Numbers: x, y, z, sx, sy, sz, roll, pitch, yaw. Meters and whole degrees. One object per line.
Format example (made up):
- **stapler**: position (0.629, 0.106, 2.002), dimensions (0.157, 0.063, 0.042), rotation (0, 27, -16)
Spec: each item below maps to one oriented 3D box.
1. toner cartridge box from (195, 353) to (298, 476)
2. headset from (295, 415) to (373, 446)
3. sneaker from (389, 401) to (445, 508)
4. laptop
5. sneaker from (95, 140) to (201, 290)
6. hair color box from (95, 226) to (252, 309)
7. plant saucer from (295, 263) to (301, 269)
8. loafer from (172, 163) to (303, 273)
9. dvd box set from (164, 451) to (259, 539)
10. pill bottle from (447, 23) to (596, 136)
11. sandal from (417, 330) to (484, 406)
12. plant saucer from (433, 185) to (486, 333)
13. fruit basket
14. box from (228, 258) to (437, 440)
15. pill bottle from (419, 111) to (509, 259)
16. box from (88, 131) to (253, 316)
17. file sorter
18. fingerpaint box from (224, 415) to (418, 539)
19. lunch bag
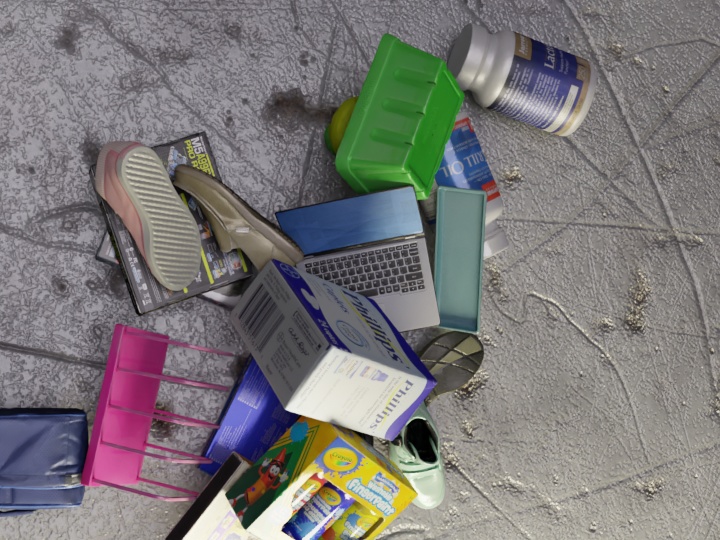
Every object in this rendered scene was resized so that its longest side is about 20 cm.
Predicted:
- **toner cartridge box**: position (-0.139, 0.198, 1.590), dimensions (0.094, 0.043, 0.202), rotation (28, 80, -11)
- **headset**: position (-0.037, 0.220, 1.611), dimensions (0.122, 0.094, 0.202), rotation (20, 98, -24)
- **sneaker**: position (0.079, 0.263, 1.589), dimensions (0.073, 0.118, 0.203), rotation (-18, 113, -4)
- **laptop**: position (0.000, 0.000, 1.553), dimensions (0.185, 0.116, 0.203), rotation (-10, 96, 5)
- **sneaker**: position (-0.268, -0.075, 1.452), dimensions (0.075, 0.104, 0.202), rotation (-34, 124, -25)
- **hair color box**: position (-0.245, -0.028, 1.562), dimensions (0.198, 0.061, 0.100), rotation (21, 81, -14)
- **plant saucer**: position (0.000, 0.017, 1.650), dimensions (0.197, 0.019, 0.071), rotation (2, 87, -16)
- **loafer**: position (-0.164, -0.059, 1.472), dimensions (0.199, 0.076, 0.069), rotation (38, 91, -5)
- **dvd box set**: position (-0.143, 0.336, 1.526), dimensions (0.147, 0.029, 0.200), rotation (-52, 134, -2)
- **pill bottle**: position (0.230, -0.278, 1.677), dimensions (0.198, 0.116, 0.117), rotation (17, 83, -14)
- **sandal**: position (0.087, 0.155, 1.652), dimensions (0.200, 0.057, 0.080), rotation (-40, 104, 1)
- **plant saucer**: position (0.137, -0.015, 1.593), dimensions (0.069, 0.019, 0.203), rotation (8, 108, 21)
- **fruit basket**: position (0.019, -0.196, 1.557), dimensions (0.213, 0.155, 0.218), rotation (-10, 63, 21)
- **box**: position (-0.035, 0.101, 1.465), dimensions (0.199, 0.184, 0.105), rotation (23, 110, -43)
- **pill bottle**: position (0.137, -0.113, 1.645), dimensions (0.111, 0.112, 0.202), rotation (-25, 94, -15)
- **box**: position (-0.246, -0.061, 1.510), dimensions (0.158, 0.044, 0.203), rotation (-20, 90, -19)
- **file sorter**: position (-0.251, 0.185, 1.487), dimensions (0.124, 0.139, 0.203), rotation (10, 84, 17)
- **fingerpaint box**: position (-0.046, 0.288, 1.489), dimensions (0.167, 0.073, 0.200), rotation (-44, 134, 2)
- **lunch bag**: position (-0.441, 0.242, 1.455), dimensions (0.197, 0.136, 0.134), rotation (2, 86, -14)
